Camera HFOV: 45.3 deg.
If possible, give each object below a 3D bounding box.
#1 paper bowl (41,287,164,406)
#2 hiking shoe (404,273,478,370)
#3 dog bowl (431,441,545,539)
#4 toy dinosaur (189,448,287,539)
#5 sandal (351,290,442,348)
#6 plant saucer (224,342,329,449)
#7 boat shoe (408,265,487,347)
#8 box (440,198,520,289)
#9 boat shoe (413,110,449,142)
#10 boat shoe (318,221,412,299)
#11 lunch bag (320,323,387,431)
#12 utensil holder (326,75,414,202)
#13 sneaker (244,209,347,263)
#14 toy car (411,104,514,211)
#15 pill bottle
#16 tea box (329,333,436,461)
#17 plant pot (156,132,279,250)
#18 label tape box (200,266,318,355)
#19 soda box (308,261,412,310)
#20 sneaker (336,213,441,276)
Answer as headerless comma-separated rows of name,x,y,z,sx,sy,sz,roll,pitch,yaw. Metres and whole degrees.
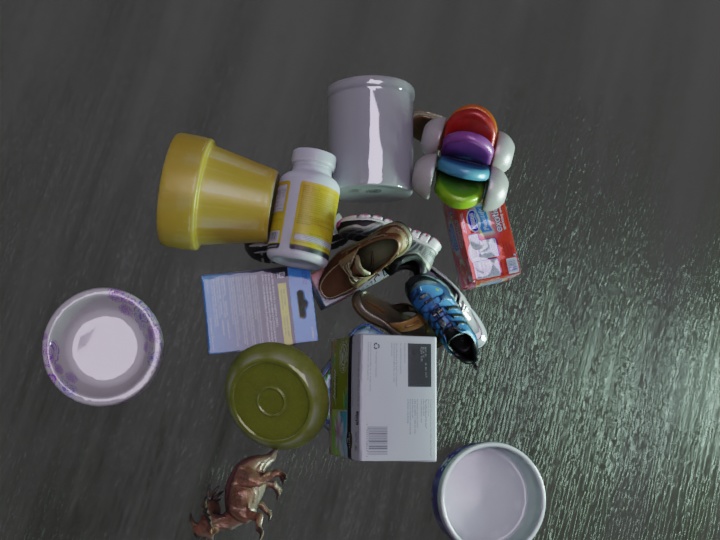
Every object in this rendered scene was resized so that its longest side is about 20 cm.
paper bowl,-0.444,0.136,1.505,0.199,0.104,0.203,2,80,-10
hiking shoe,0.157,0.087,1.562,0.074,0.087,0.200,-40,112,8
dog bowl,0.232,0.417,1.583,0.198,0.079,0.202,2,79,-10
toy dinosaur,-0.211,0.388,1.515,0.135,0.086,0.201,22,72,2
sandal,0.077,0.087,1.599,0.199,0.054,0.081,30,32,-15
plant saucer,-0.154,0.227,1.524,0.198,0.031,0.202,3,102,15
boat shoe,0.168,0.069,1.640,0.200,0.065,0.074,44,76,0
box,0.228,-0.073,1.660,0.099,0.095,0.202,-11,81,-11
boat shoe,0.188,-0.260,1.697,0.199,0.065,0.072,22,118,-10
boat shoe,0.001,-0.015,1.513,0.200,0.074,0.076,-38,93,24
lunch bag,0.005,0.214,1.578,0.160,0.082,0.201,36,76,-1
utensil holder,0.021,-0.241,1.620,0.168,0.170,0.202,0,82,-9
sneaker,-0.123,-0.070,1.622,0.198,0.074,0.081,-12,67,-16
toy car,0.192,-0.213,1.562,0.174,0.150,0.201,14,60,3
pill bottle,-0.097,-0.109,1.530,0.111,0.112,0.202,11,80,-7
tea box,0.034,0.212,1.442,0.132,0.197,0.202,3,80,-16
plant pot,-0.245,-0.128,1.527,0.187,0.201,0.203,9,79,-1
label tape box,-0.186,0.073,1.580,0.198,0.063,0.146,-5,82,-10
soda box,0.000,0.000,1.626,0.199,0.064,0.069,-27,85,-12
sneaker,0.047,-0.039,1.570,0.198,0.074,0.088,17,70,-10
